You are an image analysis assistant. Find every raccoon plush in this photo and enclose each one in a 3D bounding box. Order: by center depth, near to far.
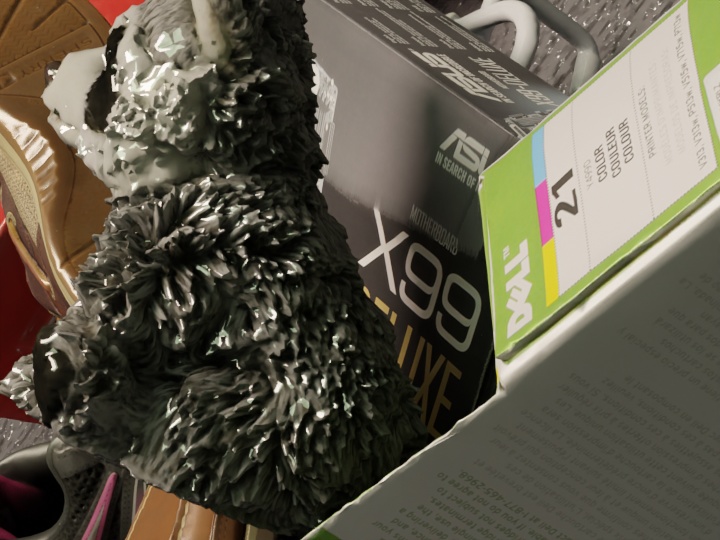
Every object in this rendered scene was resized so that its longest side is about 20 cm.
[{"bbox_3d":[-0.001,0.004,0.655,0.134,0.200,0.097,-64,9,1],"label":"raccoon plush"}]

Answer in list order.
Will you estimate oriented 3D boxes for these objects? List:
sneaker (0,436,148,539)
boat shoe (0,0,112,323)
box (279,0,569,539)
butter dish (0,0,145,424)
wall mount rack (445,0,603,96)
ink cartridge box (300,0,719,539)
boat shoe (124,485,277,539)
[{"bbox_3d":[-0.108,0.103,0.873,0.200,0.086,0.080,-53,22,36],"label":"sneaker"},{"bbox_3d":[-0.077,-0.014,0.779,0.072,0.072,0.200,-28,53,-19],"label":"boat shoe"},{"bbox_3d":[0.000,0.000,0.756,0.200,0.050,0.158,41,122,48],"label":"box"},{"bbox_3d":[-0.130,-0.055,0.961,0.200,0.148,0.200,-56,-15,1],"label":"butter dish"},{"bbox_3d":[0.007,-0.008,0.846,0.200,0.074,0.174,-20,42,51],"label":"wall mount rack"},{"bbox_3d":[0.080,0.036,0.585,0.200,0.148,0.076,-40,31,29],"label":"ink cartridge box"},{"bbox_3d":[-0.078,0.130,0.705,0.072,0.068,0.201,138,150,-65],"label":"boat shoe"}]
